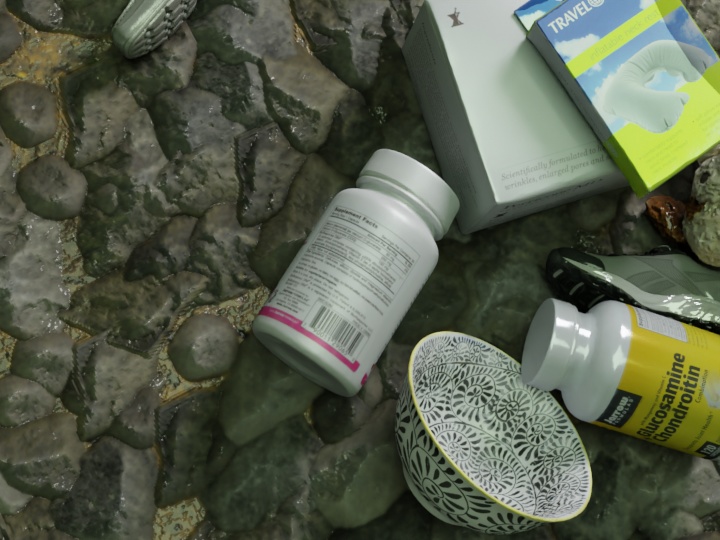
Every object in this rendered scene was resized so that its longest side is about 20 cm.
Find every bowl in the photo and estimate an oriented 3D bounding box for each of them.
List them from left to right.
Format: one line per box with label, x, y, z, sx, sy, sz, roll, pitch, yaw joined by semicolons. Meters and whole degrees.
bowl;0.098;0.160;1.120;0.199;0.094;0.202;28;33;-20

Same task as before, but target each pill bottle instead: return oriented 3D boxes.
pill bottle;0.000;0.000;1.143;0.113;0.113;0.201;33;76;-1
pill bottle;0.252;0.093;1.161;0.197;0.112;0.114;17;77;-8

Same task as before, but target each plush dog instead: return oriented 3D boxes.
plush dog;0.363;-0.082;1.198;0.160;0.199;0.173;34;80;-23

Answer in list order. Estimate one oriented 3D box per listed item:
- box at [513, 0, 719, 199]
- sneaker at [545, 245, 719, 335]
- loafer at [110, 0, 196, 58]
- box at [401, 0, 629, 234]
box;0.237;-0.180;1.108;0.121;0.048;0.201;-34;86;-4
sneaker;0.268;0.012;1.210;0.197;0.074;0.080;16;66;-11
loafer;-0.176;-0.285;1.198;0.069;0.070;0.201;32;68;4
box;0.167;-0.164;1.192;0.196;0.131;0.203;-16;82;-11
